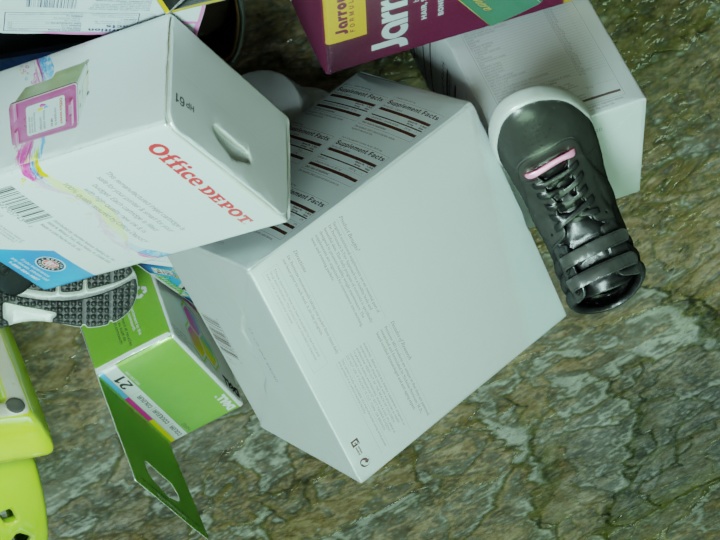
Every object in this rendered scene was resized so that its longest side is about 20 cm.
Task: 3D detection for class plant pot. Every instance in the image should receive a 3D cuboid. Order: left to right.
[{"bbox_3d":[-0.350,0.129,1.661,0.199,0.199,0.182,-6,136,-25],"label":"plant pot"}]

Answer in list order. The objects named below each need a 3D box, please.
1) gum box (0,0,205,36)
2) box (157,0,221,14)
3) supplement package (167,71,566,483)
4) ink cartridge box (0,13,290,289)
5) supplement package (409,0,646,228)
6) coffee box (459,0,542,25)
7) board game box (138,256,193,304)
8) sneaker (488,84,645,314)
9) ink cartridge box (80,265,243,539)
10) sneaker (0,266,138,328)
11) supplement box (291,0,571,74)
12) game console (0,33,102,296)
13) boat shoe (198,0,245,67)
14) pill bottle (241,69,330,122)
[{"bbox_3d":[-0.185,-0.209,1.307,0.199,0.114,0.066,0,159,-13],"label":"gum box"},{"bbox_3d":[-0.082,-0.242,1.271,0.049,0.160,0.200,-36,173,37],"label":"box"},{"bbox_3d":[0.000,0.000,1.506,0.200,0.147,0.192,-37,121,-19],"label":"supplement package"},{"bbox_3d":[-0.163,-0.071,1.375,0.199,0.085,0.144,-13,150,26],"label":"ink cartridge box"},{"bbox_3d":[0.116,-0.146,1.557,0.113,0.200,0.110,-18,146,-8],"label":"supplement package"},{"bbox_3d":[0.053,-0.266,1.348,0.044,0.201,0.123,-23,150,26],"label":"coffee box"},{"bbox_3d":[-0.093,0.003,1.675,0.126,0.035,0.200,8,171,11],"label":"board game box"},{"bbox_3d":[0.146,-0.043,1.448,0.071,0.099,0.200,-25,145,5],"label":"sneaker"},{"bbox_3d":[-0.151,0.097,1.728,0.076,0.200,0.148,-28,147,6],"label":"ink cartridge box"},{"bbox_3d":[-0.275,0.010,1.647,0.199,0.080,0.074,5,101,-14],"label":"sneaker"},{"bbox_3d":[0.049,-0.238,1.476,0.199,0.103,0.131,-18,147,-9],"label":"supplement box"},{"bbox_3d":[-0.222,-0.075,1.479,0.171,0.118,0.200,-51,135,-7],"label":"game console"},{"bbox_3d":[-0.110,-0.217,1.437,0.072,0.068,0.200,-17,142,-10],"label":"boat shoe"},{"bbox_3d":[-0.032,-0.072,1.646,0.116,0.116,0.200,-36,145,17],"label":"pill bottle"}]
